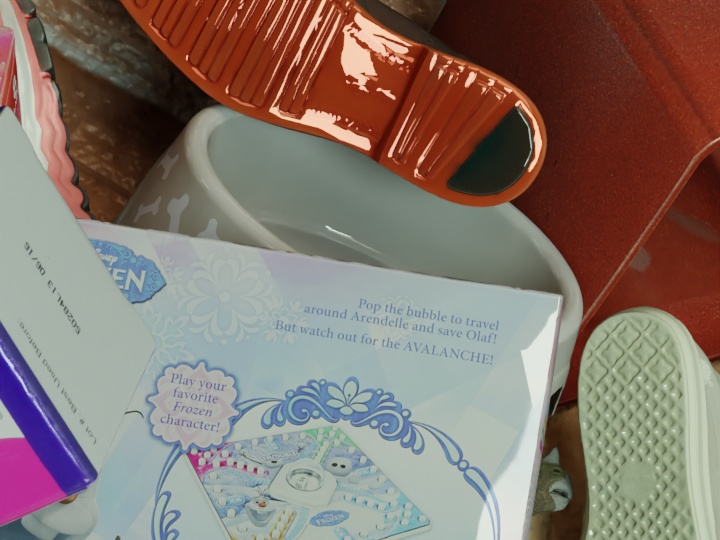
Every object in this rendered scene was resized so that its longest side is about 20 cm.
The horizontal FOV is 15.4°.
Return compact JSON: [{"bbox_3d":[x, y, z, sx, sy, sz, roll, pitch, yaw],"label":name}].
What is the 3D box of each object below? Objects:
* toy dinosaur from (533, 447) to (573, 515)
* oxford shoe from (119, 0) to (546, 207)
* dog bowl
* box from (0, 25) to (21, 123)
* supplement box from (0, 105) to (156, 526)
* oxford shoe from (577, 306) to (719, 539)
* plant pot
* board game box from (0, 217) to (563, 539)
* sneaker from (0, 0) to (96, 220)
[{"bbox_3d":[0.007,0.095,1.053,0.200,0.077,0.103,18,57,-51],"label":"toy dinosaur"},{"bbox_3d":[-0.017,-0.089,1.093,0.200,0.073,0.071,33,98,-3],"label":"oxford shoe"},{"bbox_3d":[0.000,0.000,1.066,0.200,0.059,0.200,23,24,-11],"label":"dog bowl"},{"bbox_3d":[-0.226,-0.038,0.964,0.199,0.100,0.096,7,60,0],"label":"box"},{"bbox_3d":[-0.183,0.043,0.871,0.101,0.200,0.103,60,19,-18],"label":"supplement box"},{"bbox_3d":[0.123,0.116,1.105,0.058,0.075,0.201,11,79,-62],"label":"oxford shoe"},{"bbox_3d":[0.139,-0.080,1.171,0.200,0.200,0.176,-15,61,-33],"label":"plant pot"},{"bbox_3d":[-0.042,0.091,0.929,0.199,0.043,0.200,9,73,5],"label":"board game box"},{"bbox_3d":[-0.156,-0.038,1.057,0.087,0.074,0.201,-13,63,-11],"label":"sneaker"}]
